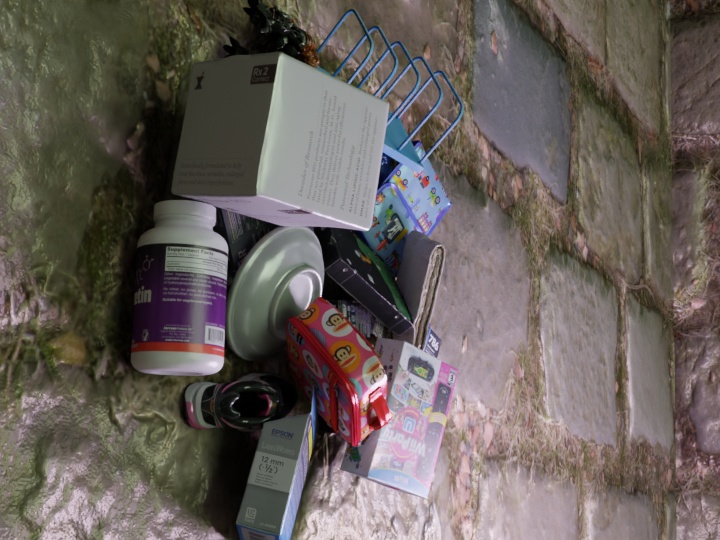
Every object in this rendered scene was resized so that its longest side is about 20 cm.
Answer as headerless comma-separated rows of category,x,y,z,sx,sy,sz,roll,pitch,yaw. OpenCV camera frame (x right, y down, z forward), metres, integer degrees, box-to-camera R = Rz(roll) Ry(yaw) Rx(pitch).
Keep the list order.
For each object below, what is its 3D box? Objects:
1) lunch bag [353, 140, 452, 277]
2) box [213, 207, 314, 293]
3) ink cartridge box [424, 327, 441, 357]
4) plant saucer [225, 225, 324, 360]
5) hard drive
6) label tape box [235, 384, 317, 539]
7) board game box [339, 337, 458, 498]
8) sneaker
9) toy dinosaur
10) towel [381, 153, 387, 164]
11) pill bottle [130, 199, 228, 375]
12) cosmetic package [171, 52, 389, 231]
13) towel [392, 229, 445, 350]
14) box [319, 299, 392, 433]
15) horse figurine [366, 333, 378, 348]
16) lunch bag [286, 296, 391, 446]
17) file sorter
lunch bag,0.050,-0.097,1.655,0.201,0.093,0.151,-57,134,-27
box,-0.140,-0.090,1.322,0.160,0.043,0.203,-37,128,-40
ink cartridge box,0.093,0.150,1.710,0.100,0.039,0.202,47,48,-42
plant saucer,-0.103,0.038,1.343,0.200,0.050,0.202,-39,142,-39
hard drive,0.000,0.000,1.519,0.200,0.038,0.141,41,20,-40
label tape box,-0.107,0.266,1.308,0.144,0.065,0.203,94,7,-62
board game box,0.062,0.221,1.464,0.147,0.064,0.203,29,72,-43
sneaker,-0.140,0.181,1.304,0.199,0.085,0.082,-4,91,-57
toy dinosaur,-0.106,-0.319,1.368,0.134,0.199,0.104,11,101,-37
towel,-0.041,-0.242,1.448,0.199,0.024,0.146,35,27,-24
pill bottle,-0.217,0.023,1.186,0.112,0.111,0.204,16,72,-55
cosmetic package,-0.095,-0.150,1.192,0.198,0.163,0.168,14,83,-47
towel,0.085,0.041,1.598,0.034,0.132,0.203,9,100,-19
box,-0.004,0.149,1.551,0.160,0.049,0.204,4,82,-55
horse figurine,0.025,0.203,1.505,0.132,0.049,0.203,37,60,-45
lunch bag,-0.023,0.148,1.329,0.081,0.176,0.201,-35,153,-19
file sorter,0.036,-0.265,1.438,0.199,0.123,0.140,26,29,-35
